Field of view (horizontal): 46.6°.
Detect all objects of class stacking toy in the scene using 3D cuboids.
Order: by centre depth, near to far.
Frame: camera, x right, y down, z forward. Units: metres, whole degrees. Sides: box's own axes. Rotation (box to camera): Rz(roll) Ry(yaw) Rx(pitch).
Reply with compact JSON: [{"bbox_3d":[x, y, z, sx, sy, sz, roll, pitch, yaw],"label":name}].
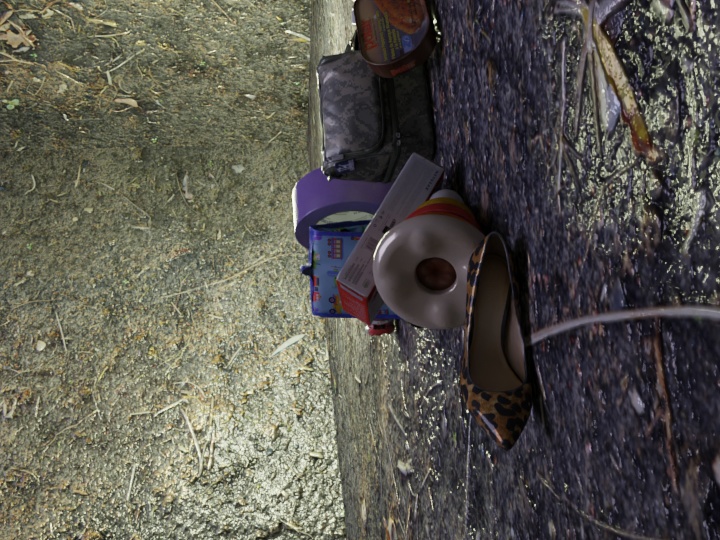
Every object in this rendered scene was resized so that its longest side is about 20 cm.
[{"bbox_3d":[0.100,-0.038,1.005,0.201,0.144,0.147,-69,-16,-57],"label":"stacking toy"}]

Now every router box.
[{"bbox_3d":[0.041,-0.037,1.138,0.201,0.049,0.180,-59,-9,-11],"label":"router box"}]

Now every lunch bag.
[{"bbox_3d":[0.017,-0.235,1.286,0.139,0.166,0.202,112,154,-74],"label":"lunch bag"},{"bbox_3d":[0.000,0.000,1.376,0.094,0.198,0.152,-111,20,-67],"label":"lunch bag"}]

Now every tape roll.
[{"bbox_3d":[-0.028,-0.111,1.564,0.201,0.198,0.086,101,165,-61],"label":"tape roll"}]

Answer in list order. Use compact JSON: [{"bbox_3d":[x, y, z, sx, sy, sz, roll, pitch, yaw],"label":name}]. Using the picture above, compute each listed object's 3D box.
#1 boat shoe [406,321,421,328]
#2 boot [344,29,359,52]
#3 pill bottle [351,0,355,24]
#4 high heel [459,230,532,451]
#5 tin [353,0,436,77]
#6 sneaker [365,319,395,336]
[{"bbox_3d":[0.095,0.013,1.167,0.202,0.071,0.061,104,144,-59],"label":"boat shoe"},{"bbox_3d":[-0.008,-0.434,1.807,0.174,0.068,0.202,-159,69,-83],"label":"boot"},{"bbox_3d":[0.026,-0.499,1.335,0.113,0.111,0.202,-114,23,-71],"label":"pill bottle"},{"bbox_3d":[0.133,0.064,0.825,0.201,0.071,0.144,-87,-6,-52],"label":"high heel"},{"bbox_3d":[0.049,-0.363,1.219,0.042,0.111,0.202,51,-154,-50],"label":"tin"},{"bbox_3d":[0.042,0.067,1.612,0.201,0.066,0.109,105,160,-78],"label":"sneaker"}]
